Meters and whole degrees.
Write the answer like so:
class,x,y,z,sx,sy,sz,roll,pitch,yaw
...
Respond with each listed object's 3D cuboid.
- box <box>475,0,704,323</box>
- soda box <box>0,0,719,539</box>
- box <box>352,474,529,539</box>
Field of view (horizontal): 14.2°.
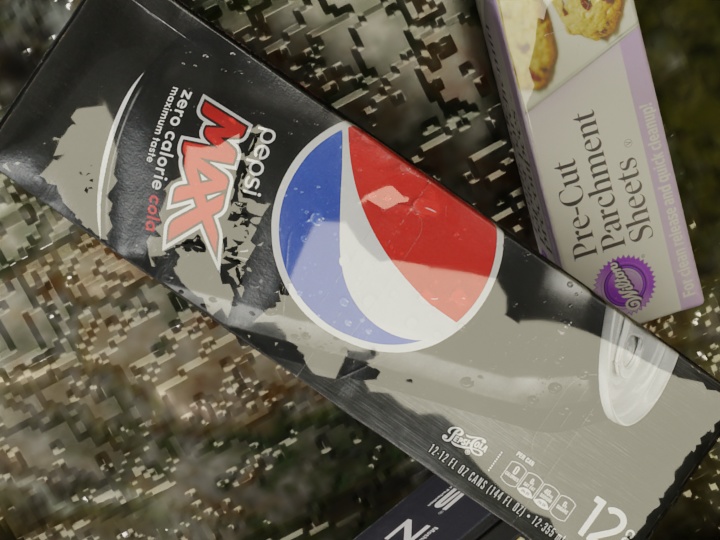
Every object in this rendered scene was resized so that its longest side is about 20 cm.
class,x,y,z,sx,sy,sz,roll,pitch,yaw
box,0.052,-0.080,0.793,0.041,0.039,0.201,-16,110,-4
soda box,0.000,0.000,0.766,0.200,0.071,0.063,34,92,-4
box,0.034,0.171,0.839,0.161,0.049,0.201,-35,113,-23
